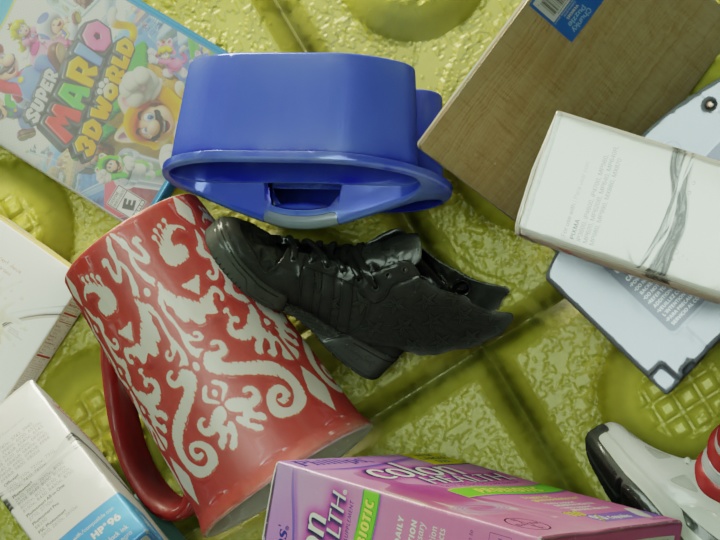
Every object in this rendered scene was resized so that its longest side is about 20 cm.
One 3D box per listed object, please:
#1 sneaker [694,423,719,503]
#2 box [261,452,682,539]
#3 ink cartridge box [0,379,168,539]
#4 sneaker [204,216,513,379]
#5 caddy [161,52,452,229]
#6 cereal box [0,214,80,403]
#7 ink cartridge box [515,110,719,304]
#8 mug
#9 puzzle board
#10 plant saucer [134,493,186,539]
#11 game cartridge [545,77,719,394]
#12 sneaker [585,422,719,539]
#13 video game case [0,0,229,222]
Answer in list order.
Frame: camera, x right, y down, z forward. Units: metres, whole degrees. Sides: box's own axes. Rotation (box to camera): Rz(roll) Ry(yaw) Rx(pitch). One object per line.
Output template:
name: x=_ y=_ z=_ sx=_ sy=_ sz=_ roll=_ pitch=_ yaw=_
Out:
sneaker: x=0.292 y=0.102 z=1.514 sx=0.071 sy=0.200 sz=0.113 roll=52 pitch=130 yaw=37
box: x=0.068 y=0.183 z=1.500 sx=0.200 sy=0.176 sz=0.097 roll=12 pitch=95 yaw=36
ink cartridge box: x=-0.195 y=0.154 z=1.617 sx=0.068 sy=0.116 sz=0.200 roll=-40 pitch=54 yaw=-5
sneaker: x=0.000 y=0.002 z=1.594 sx=0.104 sy=0.060 sz=0.200 roll=-41 pitch=119 yaw=20
caddy: x=-0.035 y=-0.079 z=1.615 sx=0.200 sy=0.141 sz=0.105 roll=1 pitch=79 yaw=19
cereal box: x=-0.300 y=0.052 z=1.719 sx=0.144 sy=0.040 sz=0.200 roll=33 pitch=91 yaw=16
ink cartridge box: x=0.207 y=-0.028 z=1.501 sx=0.200 sy=0.146 sz=0.085 roll=17 pitch=91 yaw=10
mug: x=-0.119 y=0.071 z=1.611 sx=0.177 sy=0.133 sz=0.200 roll=-35 pitch=81 yaw=11
puzzle board: x=0.145 y=-0.126 z=1.588 sx=0.200 sy=0.151 sz=0.017 roll=-54 pitch=34 yaw=2
plant saucer: x=-0.206 y=0.243 z=1.679 sx=0.200 sy=0.019 sz=0.070 roll=-43 pitch=74 yaw=6
game cartridge: x=0.225 y=-0.034 z=1.590 sx=0.133 sy=0.041 sz=0.200 roll=45 pitch=94 yaw=5
sneaker: x=0.246 y=0.150 z=1.559 sx=0.115 sy=0.076 sz=0.200 roll=-42 pitch=70 yaw=-12
video game case: x=-0.199 y=-0.136 z=1.731 sx=0.200 sy=0.018 sz=0.143 roll=32 pitch=92 yaw=17
